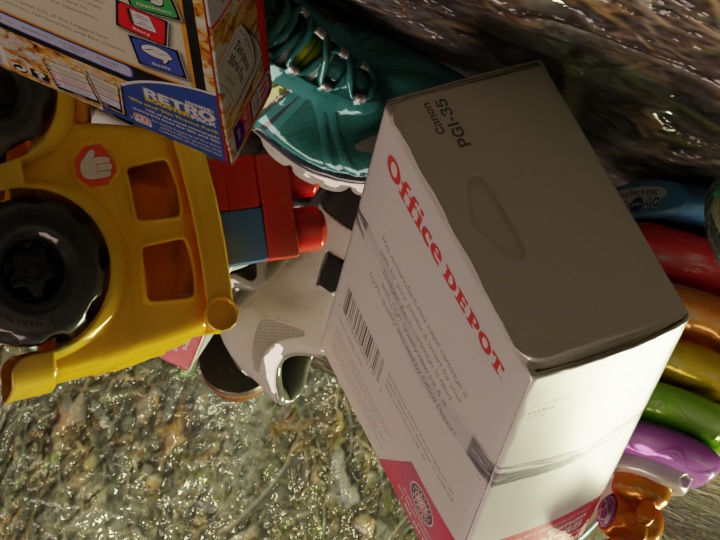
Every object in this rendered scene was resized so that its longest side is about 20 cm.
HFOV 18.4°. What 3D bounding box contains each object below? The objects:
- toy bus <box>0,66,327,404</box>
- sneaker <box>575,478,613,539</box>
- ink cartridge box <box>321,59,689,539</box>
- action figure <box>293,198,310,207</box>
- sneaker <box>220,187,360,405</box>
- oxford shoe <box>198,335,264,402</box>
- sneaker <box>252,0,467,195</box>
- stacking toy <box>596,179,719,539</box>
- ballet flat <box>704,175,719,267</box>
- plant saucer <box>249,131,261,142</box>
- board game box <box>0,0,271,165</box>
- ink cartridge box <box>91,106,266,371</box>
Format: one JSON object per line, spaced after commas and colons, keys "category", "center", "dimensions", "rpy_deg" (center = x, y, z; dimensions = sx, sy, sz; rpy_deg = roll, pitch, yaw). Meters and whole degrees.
{"category": "toy bus", "center": [-0.119, -0.049, 1.118], "dimensions": [0.190, 0.202, 0.136], "rpy_deg": [-12, 180, -10]}
{"category": "sneaker", "center": [0.104, 0.047, 1.159], "dimensions": [0.130, 0.200, 0.080], "rpy_deg": [36, 148, 1]}
{"category": "ink cartridge box", "center": [0.058, 0.028, 0.997], "dimensions": [0.147, 0.082, 0.201], "rpy_deg": [63, 157, 26]}
{"category": "action figure", "center": [0.030, -0.007, 1.397], "dimensions": [0.198, 0.119, 0.055], "rpy_deg": [14, -179, 1]}
{"category": "sneaker", "center": [0.000, 0.000, 1.209], "dimensions": [0.074, 0.200, 0.089], "rpy_deg": [-19, -109, -51]}
{"category": "oxford shoe", "center": [-0.054, 0.024, 1.462], "dimensions": [0.071, 0.201, 0.072], "rpy_deg": [17, 134, 8]}
{"category": "sneaker", "center": [-0.034, -0.096, 1.025], "dimensions": [0.198, 0.078, 0.080], "rpy_deg": [21, 161, 6]}
{"category": "stacking toy", "center": [0.146, 0.067, 1.072], "dimensions": [0.109, 0.202, 0.116], "rpy_deg": [25, 165, -26]}
{"category": "ballet flat", "center": [0.212, 0.006, 1.006], "dimensions": [0.074, 0.075, 0.200], "rpy_deg": [18, 165, 38]}
{"category": "plant saucer", "center": [-0.080, -0.113, 1.193], "dimensions": [0.199, 0.035, 0.200], "rpy_deg": [23, 174, 3]}
{"category": "board game box", "center": [-0.116, -0.132, 0.917], "dimensions": [0.150, 0.047, 0.200], "rpy_deg": [23, 159, 10]}
{"category": "ink cartridge box", "center": [-0.156, -0.055, 1.335], "dimensions": [0.199, 0.145, 0.084], "rpy_deg": [27, -146, 3]}
